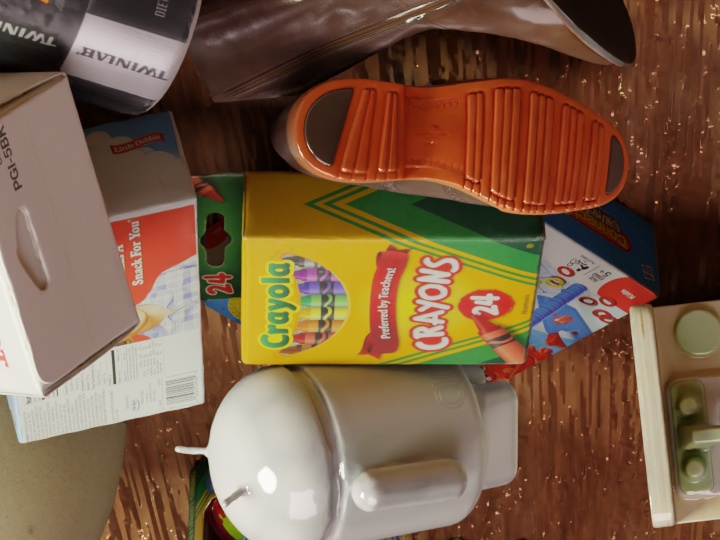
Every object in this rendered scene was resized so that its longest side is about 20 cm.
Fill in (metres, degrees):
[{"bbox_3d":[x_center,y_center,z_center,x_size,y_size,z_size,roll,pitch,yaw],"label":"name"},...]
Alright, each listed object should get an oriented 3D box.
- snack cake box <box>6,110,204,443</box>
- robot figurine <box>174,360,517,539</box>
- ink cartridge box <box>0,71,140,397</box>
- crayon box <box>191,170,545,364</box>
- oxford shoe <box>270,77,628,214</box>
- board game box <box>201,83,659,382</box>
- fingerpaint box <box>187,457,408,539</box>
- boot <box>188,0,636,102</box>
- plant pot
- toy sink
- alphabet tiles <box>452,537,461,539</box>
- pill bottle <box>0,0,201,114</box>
[{"bbox_3d":[-0.152,0.007,1.520,0.115,0.067,0.200,-11,145,-11],"label":"snack cake box"},{"bbox_3d":[-0.005,0.105,1.594,0.200,0.170,0.113,-9,105,-26],"label":"robot figurine"},{"bbox_3d":[-0.225,-0.021,1.375,0.200,0.083,0.147,3,116,38],"label":"ink cartridge box"},{"bbox_3d":[0.000,0.000,1.528,0.200,0.051,0.127,0,145,-2],"label":"crayon box"},{"bbox_3d":[0.048,-0.071,1.459,0.200,0.071,0.073,9,177,-20],"label":"oxford shoe"},{"bbox_3d":[0.042,-0.004,1.615,0.200,0.056,0.196,29,134,-36],"label":"board game box"},{"bbox_3d":[-0.043,0.187,1.752,0.073,0.200,0.167,22,138,-28],"label":"fingerpaint box"},{"bbox_3d":[0.022,-0.128,1.444,0.200,0.064,0.186,-27,137,34],"label":"boot"},{"bbox_3d":[-0.225,0.109,1.675,0.134,0.200,0.200,-45,137,-3],"label":"plant pot"},{"bbox_3d":[0.225,0.083,1.610,0.112,0.130,0.200,-7,174,7],"label":"toy sink"},{"bbox_3d":[0.072,0.256,2.018,0.200,0.008,0.167,-26,137,30],"label":"alphabet tiles"},{"bbox_3d":[-0.188,-0.154,1.355,0.200,0.106,0.106,15,141,-23],"label":"pill bottle"}]
